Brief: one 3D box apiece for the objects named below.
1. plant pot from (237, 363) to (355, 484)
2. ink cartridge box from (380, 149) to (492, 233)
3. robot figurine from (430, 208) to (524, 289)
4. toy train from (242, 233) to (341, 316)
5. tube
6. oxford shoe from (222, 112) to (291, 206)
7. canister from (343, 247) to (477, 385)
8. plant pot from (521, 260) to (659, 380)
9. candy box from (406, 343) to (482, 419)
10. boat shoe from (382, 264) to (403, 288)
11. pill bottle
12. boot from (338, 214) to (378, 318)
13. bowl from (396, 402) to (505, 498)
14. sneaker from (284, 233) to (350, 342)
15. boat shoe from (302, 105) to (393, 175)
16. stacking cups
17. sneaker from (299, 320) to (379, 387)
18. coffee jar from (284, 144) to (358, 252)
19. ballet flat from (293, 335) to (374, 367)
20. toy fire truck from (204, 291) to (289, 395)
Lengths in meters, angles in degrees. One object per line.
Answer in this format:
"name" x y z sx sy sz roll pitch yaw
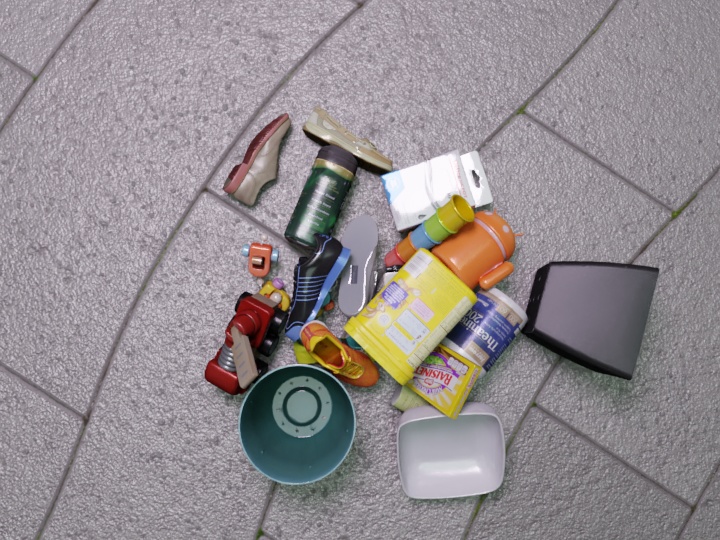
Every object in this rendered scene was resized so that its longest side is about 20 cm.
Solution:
"plant pot" -0.112 0.264 0.985 0.199 0.161 0.202 0 87 -4
"ink cartridge box" 0.152 -0.160 1.053 0.199 0.067 0.117 -18 86 8
"robot figurine" 0.216 -0.037 1.045 0.200 0.144 0.117 -38 110 -6
"toy train" -0.136 0.021 1.026 0.198 0.056 0.151 13 111 -4
"tube" 0.158 0.285 1.057 0.199 0.058 0.052 29 50 -6
"oxford shoe" -0.190 -0.221 1.068 0.075 0.070 0.201 38 83 -27
"canister" 0.090 0.079 0.949 0.148 0.087 0.200 43 87 6
"plant pot" 0.416 0.078 1.019 0.176 0.200 0.201 15 86 8
"candy box" 0.127 0.181 0.995 0.026 0.200 0.103 24 92 -37
"boat shoe" 0.080 0.093 1.037 0.074 0.093 0.202 -2 85 3
"pill bottle" 0.220 0.136 1.037 0.111 0.111 0.200 40 85 0
"boot" 0.000 0.000 1.044 0.073 0.096 0.202 7 77 13
"bowl" 0.167 0.330 1.013 0.198 0.075 0.201 -6 113 3
"sneaker" -0.097 0.028 0.976 0.078 0.070 0.201 30 90 -8
"boat shoe" -0.017 -0.257 1.069 0.200 0.073 0.063 29 86 7
"stacking cups" 0.125 -0.060 1.017 0.061 0.060 0.200 49 126 1
"sneaker" -0.034 0.168 0.967 0.073 0.077 0.200 -47 125 6
"coffee jar" -0.074 -0.138 1.040 0.085 0.104 0.201 22 86 -5
"ballet flat" -0.032 0.160 1.048 0.198 0.067 0.068 3 109 -11
"toy fire truck" -0.211 0.152 0.943 0.128 0.200 0.177 27 107 7
